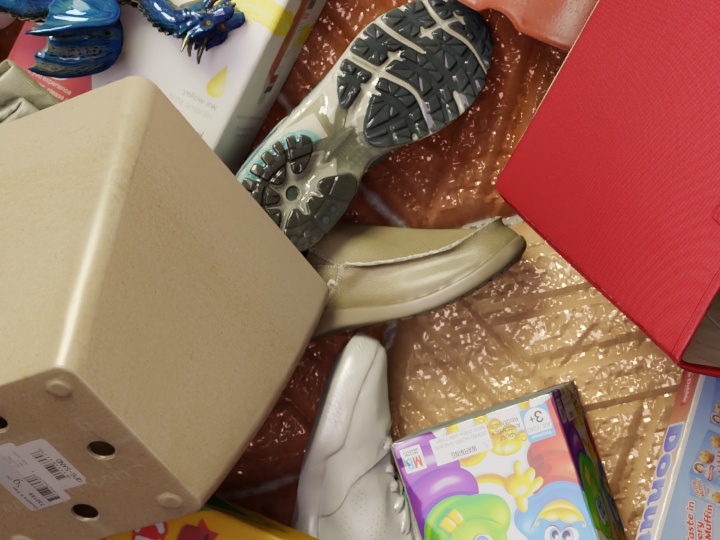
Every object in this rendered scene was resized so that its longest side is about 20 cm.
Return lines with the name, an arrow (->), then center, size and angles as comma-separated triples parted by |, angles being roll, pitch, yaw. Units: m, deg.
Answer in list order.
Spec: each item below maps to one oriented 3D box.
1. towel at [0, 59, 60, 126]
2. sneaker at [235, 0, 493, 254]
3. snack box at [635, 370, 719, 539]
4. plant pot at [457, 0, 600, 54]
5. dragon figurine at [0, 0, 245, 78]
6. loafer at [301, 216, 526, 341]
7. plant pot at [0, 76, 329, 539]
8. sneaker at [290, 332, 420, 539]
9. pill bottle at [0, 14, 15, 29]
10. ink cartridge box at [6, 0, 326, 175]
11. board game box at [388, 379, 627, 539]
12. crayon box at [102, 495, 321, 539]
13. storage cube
towel -> -0.219, -0.012, 1.661 | 0.193, 0.035, 0.200 | -32, 124, 20
sneaker -> -0.009, -0.093, 1.655 | 0.200, 0.086, 0.078 | -41, 104, -12
snack box -> 0.198, 0.145, 1.585 | 0.072, 0.024, 0.200 | 26, 69, -19
plant pot -> 0.132, -0.233, 1.568 | 0.201, 0.201, 0.195 | 27, 106, 10
dragon figurine -> -0.169, -0.149, 1.591 | 0.200, 0.059, 0.099 | -15, 70, -8
loafer -> 0.000, 0.000, 1.656 | 0.200, 0.076, 0.067 | -18, 94, 13
plant pot -> -0.160, 0.043, 1.553 | 0.200, 0.177, 0.200 | -18, 131, 27
sneaker -> 0.005, 0.138, 1.671 | 0.088, 0.075, 0.200 | 12, 102, 0
pill bottle -> -0.258, -0.206, 1.676 | 0.111, 0.111, 0.200 | 1, 85, 13
ink cartridge box -> -0.107, -0.166, 1.669 | 0.145, 0.083, 0.200 | 29, 98, 11
board game box -> 0.104, 0.177, 1.624 | 0.103, 0.105, 0.200 | -19, 89, 12
crayon box -> -0.090, 0.200, 1.632 | 0.200, 0.051, 0.127 | 20, 95, 20
storage cube -> 0.214, -0.055, 1.512 | 0.180, 0.171, 0.200 | 47, 115, 42
